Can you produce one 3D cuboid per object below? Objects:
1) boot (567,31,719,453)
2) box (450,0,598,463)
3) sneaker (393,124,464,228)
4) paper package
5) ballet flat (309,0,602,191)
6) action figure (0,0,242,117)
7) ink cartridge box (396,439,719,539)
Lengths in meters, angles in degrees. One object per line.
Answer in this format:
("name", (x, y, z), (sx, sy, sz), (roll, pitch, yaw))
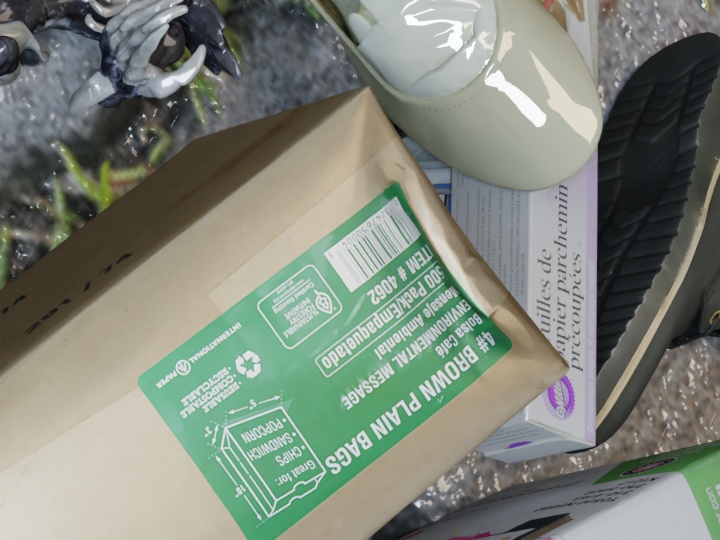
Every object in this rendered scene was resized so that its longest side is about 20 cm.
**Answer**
("boot", (0.145, 0.020, 1.090), (0.138, 0.077, 0.200), (46, 56, -27))
("box", (0.059, -0.033, 0.973), (0.039, 0.041, 0.200), (22, 61, -42))
("sneaker", (0.000, 0.000, 0.974), (0.200, 0.076, 0.077), (-32, 95, -38))
("paper package", (-0.069, 0.051, 0.798), (0.200, 0.191, 0.104), (-38, 100, -17))
("ballet flat", (0.007, -0.103, 0.960), (0.069, 0.070, 0.200), (-10, 46, -40))
("action figure", (-0.101, -0.099, 0.904), (0.200, 0.102, 0.119), (-34, 89, -37))
("ink cartridge box", (0.040, 0.133, 0.928), (0.200, 0.145, 0.084), (-21, 92, -39))
